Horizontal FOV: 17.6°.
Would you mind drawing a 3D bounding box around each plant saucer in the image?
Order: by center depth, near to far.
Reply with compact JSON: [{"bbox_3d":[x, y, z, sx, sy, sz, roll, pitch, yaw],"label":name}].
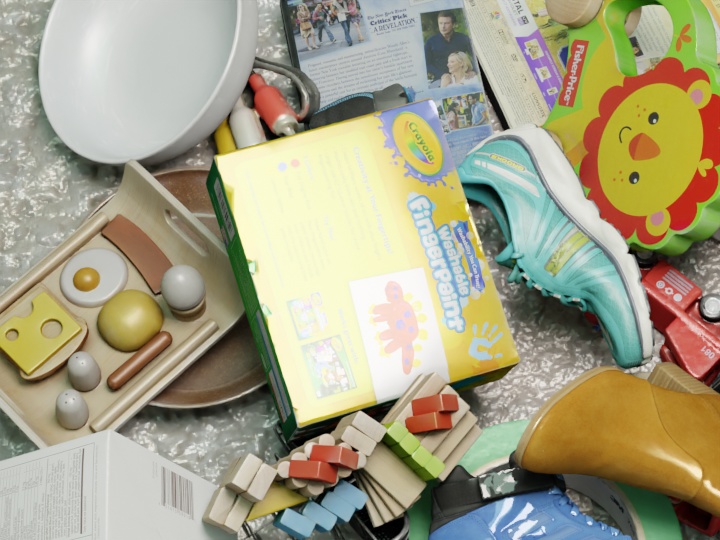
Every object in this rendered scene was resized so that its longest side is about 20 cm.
[{"bbox_3d":[-0.125,0.017,1.733,0.200,0.037,0.201,-1,62,3],"label":"plant saucer"}]

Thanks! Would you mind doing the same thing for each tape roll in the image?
[{"bbox_3d":[0.124,0.204,1.621,0.200,0.048,0.201,-1,62,2],"label":"tape roll"}]

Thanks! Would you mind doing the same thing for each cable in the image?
[{"bbox_3d":[-0.101,-0.157,1.801,0.097,0.050,0.200,-42,68,26],"label":"cable"}]

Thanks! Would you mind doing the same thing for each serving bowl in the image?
[{"bbox_3d":[-0.152,-0.170,1.785,0.200,0.066,0.201,-12,70,34],"label":"serving bowl"}]

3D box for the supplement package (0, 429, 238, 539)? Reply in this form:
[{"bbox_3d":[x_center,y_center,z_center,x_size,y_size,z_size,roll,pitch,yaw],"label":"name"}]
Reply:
[{"bbox_3d":[-0.202,0.217,1.530,0.200,0.152,0.151,-17,59,26],"label":"supplement package"}]

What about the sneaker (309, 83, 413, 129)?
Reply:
[{"bbox_3d":[0.013,-0.035,1.725,0.082,0.073,0.201,-10,78,8],"label":"sneaker"}]

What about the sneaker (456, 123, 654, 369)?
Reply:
[{"bbox_3d":[0.138,-0.008,1.649,0.080,0.078,0.200,-30,72,-16],"label":"sneaker"}]

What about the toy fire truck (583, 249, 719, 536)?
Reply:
[{"bbox_3d":[0.220,0.079,1.678,0.200,0.049,0.141,40,71,19],"label":"toy fire truck"}]

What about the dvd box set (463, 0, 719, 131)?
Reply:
[{"bbox_3d":[0.185,-0.189,1.826,0.199,0.029,0.147,-20,63,-7],"label":"dvd box set"}]

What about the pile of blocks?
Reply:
[{"bbox_3d":[-0.004,0.133,1.526,0.200,0.062,0.082,-23,87,-17],"label":"pile of blocks"}]

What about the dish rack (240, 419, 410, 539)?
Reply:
[{"bbox_3d":[-0.074,0.201,1.603,0.200,0.055,0.153,-33,43,-12],"label":"dish rack"}]

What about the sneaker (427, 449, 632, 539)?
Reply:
[{"bbox_3d":[0.143,0.170,1.566,0.199,0.077,0.112,-4,72,8],"label":"sneaker"}]

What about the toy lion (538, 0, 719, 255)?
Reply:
[{"bbox_3d":[0.207,-0.115,1.687,0.191,0.069,0.201,12,89,45],"label":"toy lion"}]

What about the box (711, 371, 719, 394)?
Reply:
[{"bbox_3d":[0.367,0.050,1.658,0.160,0.044,0.200,35,64,2],"label":"box"}]

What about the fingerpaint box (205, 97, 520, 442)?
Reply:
[{"bbox_3d":[0.000,0.000,1.631,0.166,0.073,0.201,-16,79,-12],"label":"fingerpaint box"}]

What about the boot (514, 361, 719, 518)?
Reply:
[{"bbox_3d":[0.209,0.128,1.544,0.144,0.071,0.201,40,34,29],"label":"boot"}]

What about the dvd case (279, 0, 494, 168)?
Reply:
[{"bbox_3d":[0.023,-0.138,1.797,0.142,0.018,0.201,-13,69,4],"label":"dvd case"}]

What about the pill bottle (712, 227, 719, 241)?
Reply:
[{"bbox_3d":[0.322,-0.120,1.739,0.113,0.113,0.200,28,68,16],"label":"pill bottle"}]

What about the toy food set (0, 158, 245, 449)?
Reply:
[{"bbox_3d":[-0.192,0.028,1.677,0.200,0.060,0.143,-41,69,-17],"label":"toy food set"}]
